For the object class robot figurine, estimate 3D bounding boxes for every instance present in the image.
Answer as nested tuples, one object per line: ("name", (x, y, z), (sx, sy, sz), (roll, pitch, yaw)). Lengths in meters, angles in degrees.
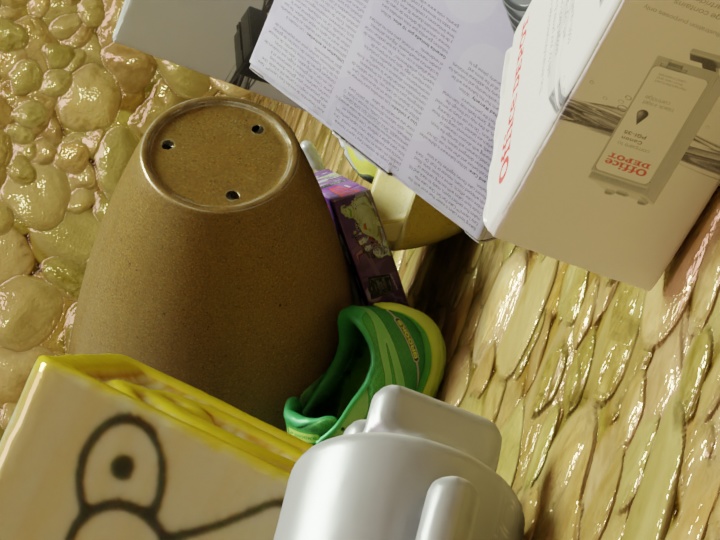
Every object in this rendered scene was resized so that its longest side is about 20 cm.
("robot figurine", (0.010, 0.154, 1.237), (0.170, 0.113, 0.201), (121, 166, -57))

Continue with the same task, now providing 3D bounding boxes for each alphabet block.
("alphabet block", (-0.105, 0.172, 1.424), (0.201, 0.195, 0.196), (-64, -6, 2))

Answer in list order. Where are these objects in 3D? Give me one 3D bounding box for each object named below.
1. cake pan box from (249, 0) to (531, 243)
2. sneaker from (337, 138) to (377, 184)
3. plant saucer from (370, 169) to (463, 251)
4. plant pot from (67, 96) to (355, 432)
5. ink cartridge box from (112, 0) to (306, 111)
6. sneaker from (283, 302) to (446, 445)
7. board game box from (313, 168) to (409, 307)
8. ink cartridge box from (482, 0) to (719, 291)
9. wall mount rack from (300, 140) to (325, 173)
("cake pan box", (0.042, -0.144, 1.491), (0.052, 0.200, 0.185), (-13, -47, -51))
("sneaker", (0.040, -0.156, 1.910), (0.090, 0.078, 0.201), (155, 132, -69))
("plant saucer", (0.062, -0.104, 1.729), (0.200, 0.048, 0.201), (-153, 83, -82))
("plant pot", (-0.086, -0.001, 1.620), (0.200, 0.186, 0.187), (94, -173, -50))
("ink cartridge box", (-0.041, -0.182, 1.716), (0.145, 0.199, 0.084), (-79, 12, -46))
("sneaker", (-0.018, 0.111, 1.594), (0.074, 0.083, 0.201), (12, 83, 54))
("board game box", (0.000, 0.000, 1.730), (0.200, 0.032, 0.120), (-145, 40, -81))
("ink cartridge box", (0.131, -0.114, 1.158), (0.147, 0.083, 0.200), (-80, 12, -46))
("wall mount rack", (-0.028, 0.018, 1.905), (0.200, 0.074, 0.174), (-86, 9, -59))
